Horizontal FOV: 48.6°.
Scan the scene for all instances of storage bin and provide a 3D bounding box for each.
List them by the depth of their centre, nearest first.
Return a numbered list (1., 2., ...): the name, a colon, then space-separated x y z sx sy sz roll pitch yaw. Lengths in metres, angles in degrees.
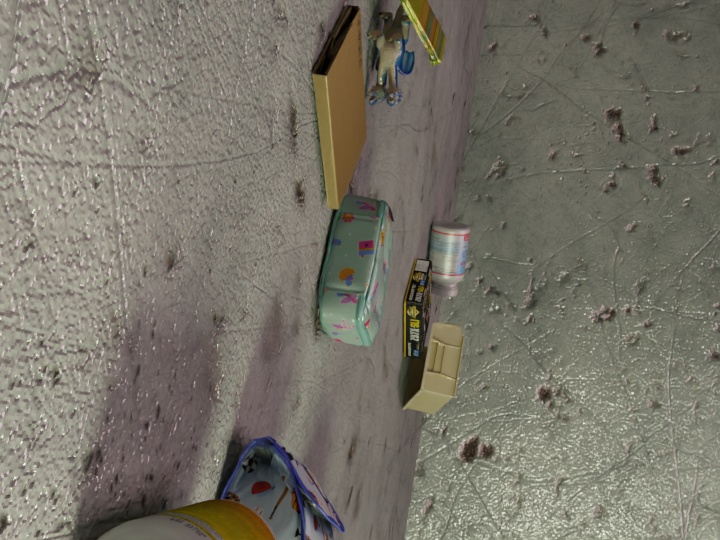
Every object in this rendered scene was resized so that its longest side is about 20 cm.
1. storage bin: 0.193 0.258 2.103 0.200 0.093 0.200 113 -10 -64

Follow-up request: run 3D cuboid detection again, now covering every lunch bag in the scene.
1. lunch bag: -0.082 0.285 0.830 0.170 0.123 0.201 73 14 -66
2. lunch bag: 0.000 0.000 1.133 0.161 0.077 0.201 68 31 -68

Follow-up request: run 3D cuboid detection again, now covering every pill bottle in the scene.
1. pill bottle: -0.123 0.232 0.596 0.200 0.108 0.110 47 52 -76
2. pill bottle: 0.246 -0.033 2.262 0.109 0.108 0.201 -48 145 -70

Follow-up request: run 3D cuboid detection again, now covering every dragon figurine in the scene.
1. dragon figurine: 0.051 -0.332 1.204 0.100 0.058 0.201 85 18 -49

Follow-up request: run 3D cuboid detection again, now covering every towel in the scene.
1. towel: 0.071 -0.398 1.153 0.200 0.018 0.086 54 32 -32

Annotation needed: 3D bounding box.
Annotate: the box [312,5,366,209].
1. box: -0.023 -0.206 1.017 0.201 0.021 0.164 87 16 -45

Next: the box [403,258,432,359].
1. box: 0.145 0.098 2.002 0.160 0.049 0.201 -74 166 -45
